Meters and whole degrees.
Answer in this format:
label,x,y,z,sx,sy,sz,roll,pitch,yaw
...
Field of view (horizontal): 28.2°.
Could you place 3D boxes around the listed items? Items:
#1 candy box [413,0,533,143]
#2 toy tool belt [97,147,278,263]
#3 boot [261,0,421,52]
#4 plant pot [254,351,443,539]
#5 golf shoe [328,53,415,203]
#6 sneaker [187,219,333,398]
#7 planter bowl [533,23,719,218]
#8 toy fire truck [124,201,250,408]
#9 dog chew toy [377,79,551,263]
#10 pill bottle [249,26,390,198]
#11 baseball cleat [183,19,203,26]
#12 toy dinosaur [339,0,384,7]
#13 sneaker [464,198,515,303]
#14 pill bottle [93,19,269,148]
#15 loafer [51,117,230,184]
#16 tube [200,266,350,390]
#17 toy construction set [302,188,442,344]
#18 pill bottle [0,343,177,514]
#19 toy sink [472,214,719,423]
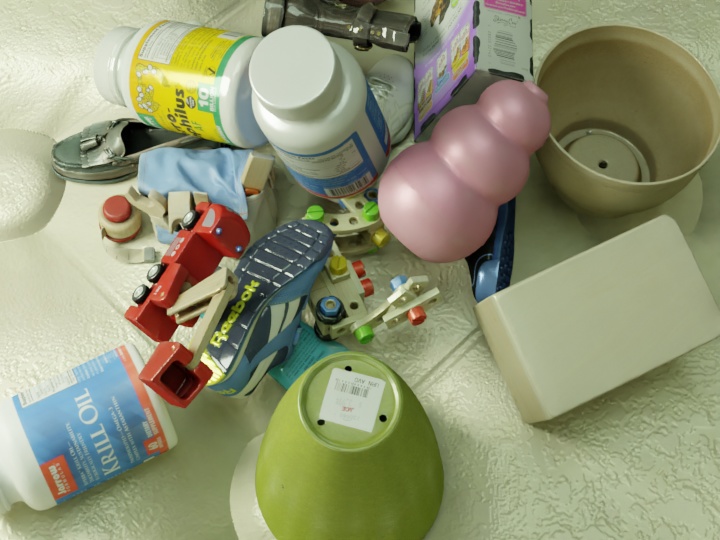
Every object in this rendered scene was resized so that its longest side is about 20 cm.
label,x,y,z,sx,sy,sz,roll,pitch,yaw
candy box,0.119,-0.257,1.546,0.071,0.168,0.202,10,66,-18
toy tool belt,-0.184,-0.084,1.499,0.197,0.123,0.126,-3,60,0
boot,-0.018,-0.276,1.590,0.172,0.070,0.200,9,19,-1
plant pot,-0.011,0.157,1.313,0.185,0.201,0.189,0,62,0
golf shoe,0.012,-0.169,1.562,0.075,0.092,0.201,18,61,12
sneaker,-0.091,0.039,1.412,0.074,0.082,0.201,29,77,39
planter bowl,0.266,-0.138,1.510,0.197,0.135,0.202,3,59,-5
toy fire truck,-0.159,0.026,1.371,0.140,0.049,0.201,10,63,54
dog chew toy,0.109,-0.105,1.417,0.200,0.124,0.125,-48,66,12
pill bottle,-0.041,-0.155,1.389,0.111,0.200,0.114,-4,71,11
baseball cleat,-0.170,-0.199,1.594,0.106,0.070,0.200,-27,53,-22
toy dinosaur,-0.028,-0.359,1.679,0.200,0.086,0.136,45,80,4
sneaker,0.121,-0.051,1.513,0.077,0.070,0.202,-2,60,16
pill bottle,-0.178,-0.199,1.494,0.198,0.113,0.113,16,60,30
loafer,-0.243,-0.144,1.567,0.197,0.063,0.073,-6,62,-3
tube,-0.112,0.052,1.467,0.199,0.050,0.078,36,73,8
toy construction set,0.000,0.000,1.466,0.130,0.093,0.201,-19,46,-15
pill bottle,-0.285,0.160,1.371,0.198,0.113,0.113,-26,63,-12
toy sink,0.231,0.049,1.407,0.198,0.112,0.132,-25,86,-10
